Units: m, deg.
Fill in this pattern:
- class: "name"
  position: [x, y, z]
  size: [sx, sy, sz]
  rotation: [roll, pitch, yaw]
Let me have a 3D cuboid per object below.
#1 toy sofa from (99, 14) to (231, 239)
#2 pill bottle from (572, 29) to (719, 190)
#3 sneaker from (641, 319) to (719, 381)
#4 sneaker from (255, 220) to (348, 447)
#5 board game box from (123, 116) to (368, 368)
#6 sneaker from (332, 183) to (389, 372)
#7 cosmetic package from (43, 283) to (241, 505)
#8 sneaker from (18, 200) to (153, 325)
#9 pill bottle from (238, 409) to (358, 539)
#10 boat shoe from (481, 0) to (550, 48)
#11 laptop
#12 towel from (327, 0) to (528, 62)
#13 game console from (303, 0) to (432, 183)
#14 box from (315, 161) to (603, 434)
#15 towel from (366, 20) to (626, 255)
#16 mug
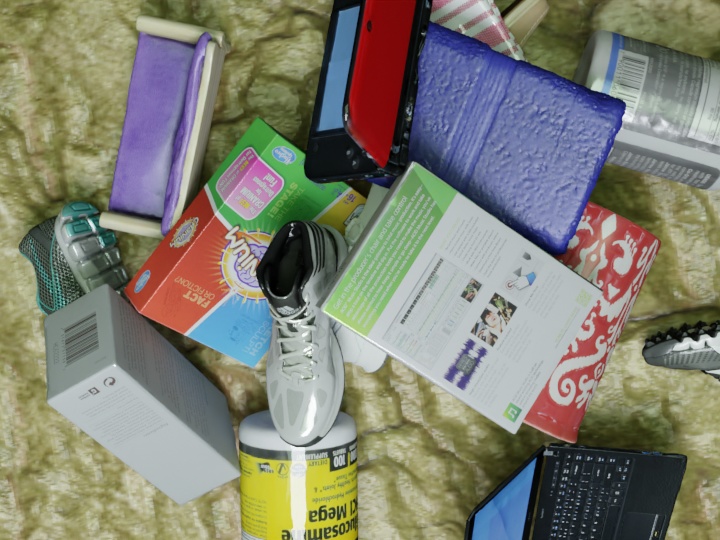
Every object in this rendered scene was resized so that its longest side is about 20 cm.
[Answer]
- class: "toy sofa"
  position: [-0.184, -0.131, 1.011]
  size: [0.083, 0.098, 0.200]
  rotation: [12, 97, 1]
- class: "pill bottle"
  position: [0.292, -0.138, 0.981]
  size: [0.200, 0.114, 0.114]
  rotation: [16, 96, 1]
- class: "sneaker"
  position: [0.369, 0.091, 1.022]
  size: [0.200, 0.066, 0.091]
  rotation: [-5, 93, 1]
- class: "sneaker"
  position: [-0.063, 0.052, 0.928]
  size: [0.076, 0.115, 0.201]
  rotation: [2, 85, 18]
- class: "board game box"
  position: [-0.097, -0.020, 1.000]
  size: [0.200, 0.040, 0.153]
  rotation: [-52, 134, 6]
- class: "sneaker"
  position: [0.000, 0.000, 1.005]
  size: [0.087, 0.075, 0.200]
  rotation: [10, 106, -12]
- class: "cosmetic package"
  position: [-0.193, 0.115, 0.969]
  size: [0.071, 0.101, 0.200]
  rotation: [-29, 134, 9]
- class: "sneaker"
  position: [-0.266, 0.035, 1.052]
  size: [0.091, 0.078, 0.200]
  rotation: [-15, 98, 26]
- class: "pill bottle"
  position: [-0.058, 0.238, 1.031]
  size: [0.112, 0.112, 0.200]
  rotation: [-1, 96, 3]
- class: "boat shoe"
  position: [0.116, -0.171, 1.011]
  size: [0.065, 0.071, 0.200]
  rotation: [37, 106, -5]
- class: "laptop"
  position: [0.190, 0.257, 0.994]
  size: [0.200, 0.103, 0.177]
  rotation: [5, 125, 3]
- class: "towel"
  position: [0.077, -0.164, 0.966]
  size: [0.146, 0.030, 0.200]
  rotation: [-29, 93, 17]
- class: "game console"
  position: [-0.010, -0.184, 0.870]
  size: [0.119, 0.172, 0.200]
  rotation: [18, 78, -40]
- class: "box"
  position: [0.083, 0.023, 0.898]
  size: [0.200, 0.036, 0.144]
  rotation: [34, 87, -13]
- class: "towel"
  position: [0.111, -0.114, 0.933]
  size: [0.200, 0.050, 0.148]
  rotation: [24, 106, 9]
- class: "mug"
  position: [0.170, 0.033, 0.981]
  size: [0.133, 0.178, 0.200]
  rotation: [29, 92, 42]
